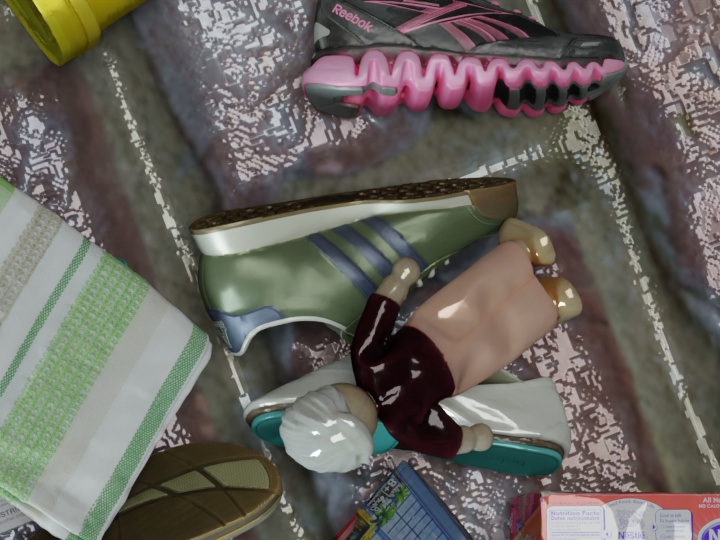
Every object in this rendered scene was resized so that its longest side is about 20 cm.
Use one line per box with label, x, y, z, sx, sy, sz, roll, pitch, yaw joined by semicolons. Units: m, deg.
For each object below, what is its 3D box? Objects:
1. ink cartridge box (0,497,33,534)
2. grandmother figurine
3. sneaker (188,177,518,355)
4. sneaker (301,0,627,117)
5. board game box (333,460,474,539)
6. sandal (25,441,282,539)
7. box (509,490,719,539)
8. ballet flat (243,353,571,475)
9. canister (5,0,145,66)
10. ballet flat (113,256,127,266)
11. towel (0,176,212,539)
ink cartridge box;-0.258;0.067;1.444;0.119;0.042;0.200;-22;111;-4
grandmother figurine;0.038;0.054;1.464;0.200;0.061;0.121;-33;92;-28
sneaker;0.000;0.000;1.522;0.200;0.067;0.090;-9;100;-14
sneaker;0.063;-0.145;1.544;0.200;0.079;0.095;1;72;-10
board game box;0.032;0.232;1.430;0.200;0.200;0.062;-49;129;-11
sandal;-0.133;0.165;1.478;0.200;0.080;0.054;-31;133;4
box;0.193;0.181;1.508;0.200;0.095;0.103;0;84;-9
ballet flat;0.028;0.079;1.518;0.200;0.069;0.069;8;82;-12
canister;-0.137;-0.237;1.513;0.200;0.087;0.149;-35;90;-12
ballet flat;-0.235;0.016;1.487;0.200;0.067;0.067;5;104;-6
towel;-0.190;0.046;1.427;0.200;0.031;0.149;39;71;-29
